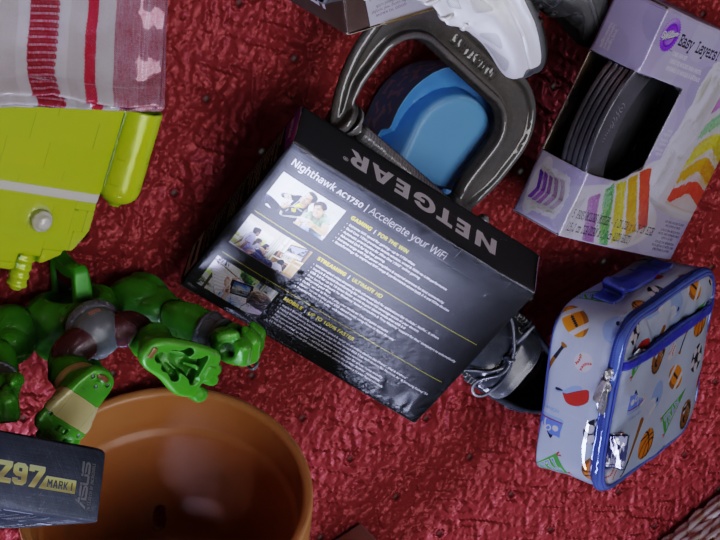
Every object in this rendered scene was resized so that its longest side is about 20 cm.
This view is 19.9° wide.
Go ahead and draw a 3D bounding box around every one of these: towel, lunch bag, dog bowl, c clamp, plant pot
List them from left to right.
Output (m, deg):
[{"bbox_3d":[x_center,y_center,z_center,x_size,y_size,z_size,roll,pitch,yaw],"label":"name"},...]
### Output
[{"bbox_3d":[-0.202,-0.171,1.258,0.200,0.023,0.144,-2,98,-38],"label":"towel"},{"bbox_3d":[-0.133,0.200,1.434,0.200,0.200,0.140,-21,139,-21],"label":"plant pot"},{"bbox_3d":[0.037,-0.062,1.482,0.111,0.050,0.200,17,104,-35],"label":"dog bowl"},{"bbox_3d":[0.045,-0.089,1.426,0.171,0.027,0.200,-47,128,-3],"label":"c clamp"},{"bbox_3d":[0.207,0.073,1.586,0.200,0.076,0.160,-27,131,-56],"label":"lunch bag"}]

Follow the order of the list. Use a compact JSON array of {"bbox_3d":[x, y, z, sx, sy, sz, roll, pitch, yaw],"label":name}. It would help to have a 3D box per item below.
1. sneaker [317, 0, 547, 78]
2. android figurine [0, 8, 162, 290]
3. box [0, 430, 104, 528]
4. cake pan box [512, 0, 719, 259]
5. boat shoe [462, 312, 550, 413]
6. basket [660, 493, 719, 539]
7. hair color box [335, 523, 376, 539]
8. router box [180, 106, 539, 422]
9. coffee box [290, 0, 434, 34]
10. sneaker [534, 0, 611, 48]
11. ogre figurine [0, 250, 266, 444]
[{"bbox_3d":[0.030,-0.182,1.276,0.115,0.076,0.201,-34,119,-2],"label":"sneaker"},{"bbox_3d":[-0.221,-0.083,1.326,0.182,0.041,0.200,10,106,-34],"label":"android figurine"},{"bbox_3d":[-0.278,0.129,1.297,0.158,0.200,0.051,13,74,-34],"label":"box"},{"bbox_3d":[0.211,-0.106,1.527,0.200,0.052,0.184,12,105,-56],"label":"cake pan box"},{"bbox_3d":[0.101,0.057,1.537,0.075,0.062,0.200,-46,145,2],"label":"boat shoe"},{"bbox_3d":[0.365,0.299,1.783,0.198,0.161,0.200,-37,127,-10],"label":"basket"},{"bbox_3d":[-0.048,0.290,1.565,0.200,0.109,0.065,-31,124,-15],"label":"hair color box"},{"bbox_3d":[0.000,0.000,1.410,0.200,0.051,0.149,32,124,-14],"label":"router box"},{"bbox_3d":[-0.011,-0.267,1.314,0.080,0.114,0.200,-20,121,-22],"label":"coffee box"},{"bbox_3d":[0.096,-0.218,1.438,0.104,0.060,0.200,-38,121,-11],"label":"sneaker"},{"bbox_3d":[-0.175,0.048,1.366,0.200,0.120,0.098,-30,129,-14],"label":"ogre figurine"}]
